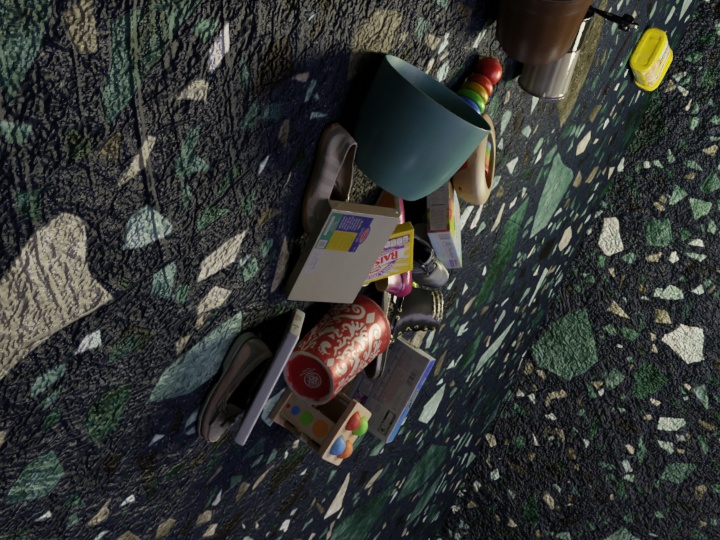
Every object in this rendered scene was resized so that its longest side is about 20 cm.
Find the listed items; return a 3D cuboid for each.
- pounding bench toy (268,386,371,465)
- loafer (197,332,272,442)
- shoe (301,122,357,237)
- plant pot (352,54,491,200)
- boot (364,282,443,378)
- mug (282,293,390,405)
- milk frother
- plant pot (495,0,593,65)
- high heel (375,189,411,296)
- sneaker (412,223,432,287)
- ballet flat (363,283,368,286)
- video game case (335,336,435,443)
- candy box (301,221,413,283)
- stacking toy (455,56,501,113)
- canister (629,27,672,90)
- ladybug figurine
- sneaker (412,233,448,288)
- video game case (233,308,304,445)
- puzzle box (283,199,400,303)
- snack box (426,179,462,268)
[{"bbox_3d":[-0.062,0.303,1.650,0.125,0.155,0.200,-55,158,-9],"label":"pounding bench toy"},{"bbox_3d":[-0.206,0.202,1.342,0.072,0.062,0.203,-3,121,-63],"label":"loafer"},{"bbox_3d":[-0.047,-0.129,1.281,0.070,0.053,0.202,-33,146,-46],"label":"shoe"},{"bbox_3d":[0.078,-0.210,1.276,0.162,0.200,0.200,-55,160,20],"label":"plant pot"},{"bbox_3d":[0.088,0.120,1.642,0.151,0.073,0.208,12,81,-26],"label":"boot"},{"bbox_3d":[-0.051,0.162,1.498,0.200,0.132,0.179,-42,159,-53],"label":"mug"},{"bbox_3d":[0.463,-0.471,1.744,0.180,0.198,0.190,-43,154,-41],"label":"milk frother"},{"bbox_3d":[0.327,-0.490,1.468,0.201,0.199,0.199,-50,165,-19],"label":"plant pot"},{"bbox_3d":[0.070,-0.054,1.524,0.095,0.066,0.204,10,77,-55],"label":"high heel"},{"bbox_3d":[0.095,-0.004,1.740,0.105,0.075,0.203,-178,-70,-83],"label":"sneaker"},{"bbox_3d":[0.000,0.000,1.529,0.073,0.071,0.200,-62,156,9],"label":"ballet flat"},{"bbox_3d":[0.035,0.227,1.728,0.202,0.180,0.045,-62,158,8],"label":"video game case"},{"bbox_3d":[-0.002,-0.016,1.415,0.197,0.027,0.103,-16,140,-13],"label":"candy box"},{"bbox_3d":[0.208,-0.325,1.557,0.202,0.084,0.086,-60,159,-16],"label":"stacking toy"},{"bbox_3d":[0.928,-0.675,2.618,0.150,0.086,0.199,-63,156,8],"label":"canister"},{"bbox_3d":[0.228,-0.227,1.656,0.136,0.071,0.203,56,40,-56],"label":"ladybug figurine"},{"bbox_3d":[0.118,-0.019,1.630,0.199,0.081,0.075,36,83,-40],"label":"sneaker"},{"bbox_3d":[-0.151,0.173,1.377,0.202,0.023,0.182,-62,-175,8],"label":"video game case"},{"bbox_3d":[-0.032,-0.026,1.346,0.131,0.026,0.201,5,131,-32],"label":"puzzle box"},{"bbox_3d":[0.173,-0.106,1.688,0.200,0.052,0.145,58,31,-65],"label":"snack box"}]
